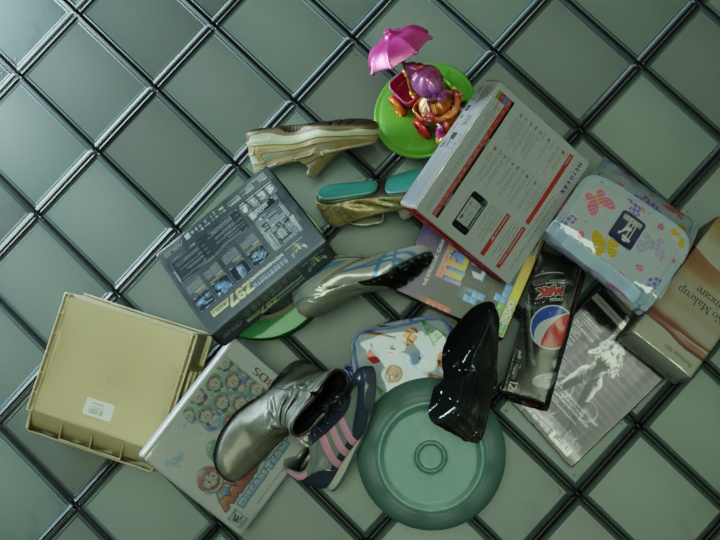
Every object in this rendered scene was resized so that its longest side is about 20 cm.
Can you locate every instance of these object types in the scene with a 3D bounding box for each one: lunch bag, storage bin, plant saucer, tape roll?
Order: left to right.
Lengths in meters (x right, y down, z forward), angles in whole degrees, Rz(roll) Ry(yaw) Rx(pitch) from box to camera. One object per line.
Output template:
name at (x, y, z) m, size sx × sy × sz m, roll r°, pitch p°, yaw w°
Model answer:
storage bin at (-0.333, 0.152, 1.618) m, size 0.198 × 0.094 × 0.201 m, roll 17°, pitch 86°, yaw 5°
tape roll at (-0.138, -0.003, 1.645) m, size 0.198 × 0.048 × 0.203 m, roll 0°, pitch 84°, yaw 4°
lunch bag at (0.065, 0.160, 1.600) m, size 0.159 × 0.076 × 0.202 m, roll -12°, pitch 84°, yaw 5°
plant saucer at (0.092, 0.243, 1.539) m, size 0.198 × 0.036 × 0.202 m, roll 0°, pitch 88°, yaw 4°
lunch bag at (0.340, -0.044, 1.532) m, size 0.169 × 0.200 × 0.128 m, roll 38°, pitch 122°, yaw 9°

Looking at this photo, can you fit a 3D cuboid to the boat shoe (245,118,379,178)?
boat shoe at (-0.064, -0.169, 1.645) m, size 0.198 × 0.072 × 0.077 m, roll -2°, pitch 100°, yaw 24°

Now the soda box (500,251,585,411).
soda box at (0.248, 0.082, 1.584) m, size 0.063 × 0.071 × 0.202 m, roll 14°, pitch 78°, yaw 16°

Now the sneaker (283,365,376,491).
sneaker at (-0.040, 0.207, 1.552) m, size 0.081 × 0.070 × 0.201 m, roll 15°, pitch 115°, yaw -15°

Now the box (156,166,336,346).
box at (-0.155, -0.020, 1.574) m, size 0.200 × 0.051 × 0.158 m, roll -40°, pitch 60°, yaw 0°

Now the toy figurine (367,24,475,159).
toy figurine at (0.082, -0.240, 1.561) m, size 0.150 × 0.184 × 0.200 m, roll -41°, pitch 63°, yaw -2°

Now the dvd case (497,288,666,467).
dvd case at (0.311, 0.147, 1.613) m, size 0.200 × 0.016 × 0.149 m, roll -43°, pitch 81°, yaw -1°

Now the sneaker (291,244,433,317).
sneaker at (0.000, 0.000, 1.577) m, size 0.198 × 0.072 × 0.073 m, roll -19°, pitch 67°, yaw 1°

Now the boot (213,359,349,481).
boot at (-0.106, 0.196, 1.524) m, size 0.068 × 0.130 × 0.200 m, roll 45°, pitch 76°, yaw -17°

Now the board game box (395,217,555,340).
board game box at (0.161, -0.028, 1.623) m, size 0.164 × 0.057 × 0.202 m, roll 23°, pitch 85°, yaw 5°

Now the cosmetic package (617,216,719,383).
cosmetic package at (0.449, 0.040, 1.570) m, size 0.103 × 0.087 × 0.201 m, roll 37°, pitch 82°, yaw 5°

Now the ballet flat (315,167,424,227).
ballet flat at (0.037, -0.097, 1.627) m, size 0.198 × 0.071 × 0.072 m, roll -8°, pitch 83°, yaw 15°

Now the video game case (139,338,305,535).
video game case at (-0.168, 0.224, 1.583) m, size 0.182 × 0.024 × 0.201 m, roll 42°, pitch 78°, yaw -18°

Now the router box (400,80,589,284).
router box at (0.178, -0.114, 1.539) m, size 0.179 × 0.049 × 0.201 m, roll 37°, pitch 84°, yaw -24°

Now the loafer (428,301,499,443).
loafer at (0.147, 0.132, 1.527) m, size 0.072 × 0.072 × 0.201 m, roll 42°, pitch 53°, yaw -26°
